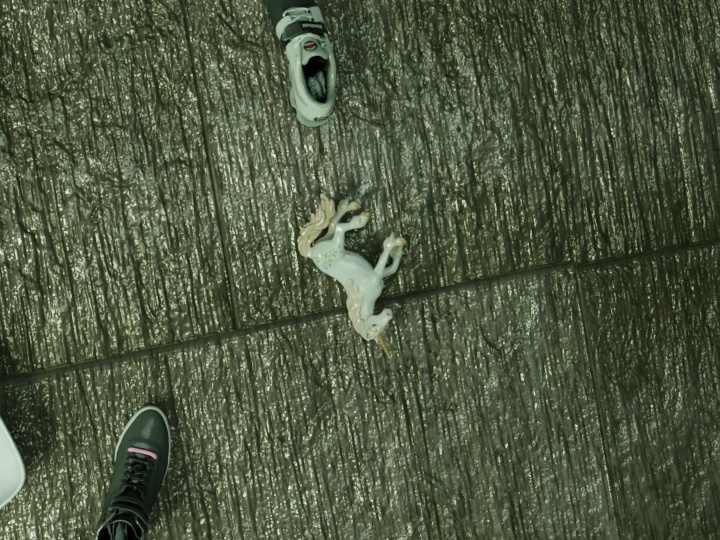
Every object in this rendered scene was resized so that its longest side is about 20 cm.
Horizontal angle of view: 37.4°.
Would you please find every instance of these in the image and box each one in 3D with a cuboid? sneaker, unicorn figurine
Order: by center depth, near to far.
[{"bbox_3d":[-0.273,0.266,1.292,0.070,0.099,0.202,18,81,-13],"label":"sneaker"},{"bbox_3d":[-0.067,-0.296,1.387,0.073,0.088,0.202,-16,91,-15],"label":"sneaker"},{"bbox_3d":[0.000,0.000,1.408,0.199,0.074,0.138,37,87,2],"label":"unicorn figurine"}]

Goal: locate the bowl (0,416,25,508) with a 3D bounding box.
[{"bbox_3d":[-0.509,0.217,1.235,0.199,0.075,0.201,-31,96,-16],"label":"bowl"}]
